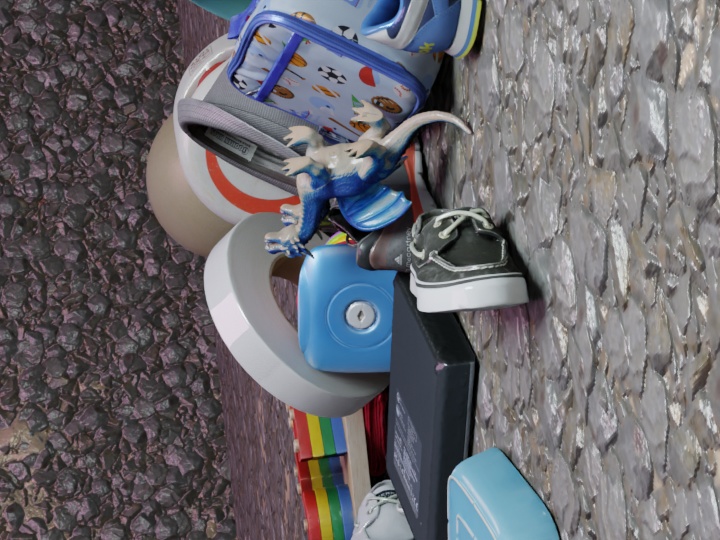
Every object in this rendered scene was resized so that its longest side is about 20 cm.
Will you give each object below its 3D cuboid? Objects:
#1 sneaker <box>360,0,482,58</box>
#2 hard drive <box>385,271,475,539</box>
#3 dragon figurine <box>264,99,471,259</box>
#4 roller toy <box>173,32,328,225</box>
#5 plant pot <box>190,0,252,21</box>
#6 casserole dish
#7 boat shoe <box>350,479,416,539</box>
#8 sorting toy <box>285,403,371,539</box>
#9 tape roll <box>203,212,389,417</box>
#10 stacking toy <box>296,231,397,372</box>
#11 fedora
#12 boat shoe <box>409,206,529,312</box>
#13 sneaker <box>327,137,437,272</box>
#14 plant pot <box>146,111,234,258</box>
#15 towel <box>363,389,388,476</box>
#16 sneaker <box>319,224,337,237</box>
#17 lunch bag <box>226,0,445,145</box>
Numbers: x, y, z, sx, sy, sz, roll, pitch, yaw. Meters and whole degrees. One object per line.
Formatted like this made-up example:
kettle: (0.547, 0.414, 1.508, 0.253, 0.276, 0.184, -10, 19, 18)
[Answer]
sneaker: (0.042, -0.241, 1.073, 0.074, 0.081, 0.202, -114, 24, -64)
hard drive: (0.054, 0.118, 1.278, 0.140, 0.033, 0.202, -114, 22, -55)
dragon figurine: (0.004, -0.072, 1.214, 0.100, 0.198, 0.059, 53, -154, -44)
roller toy: (-0.094, -0.147, 1.573, 0.140, 0.180, 0.202, -113, 22, -65)
plant pot: (-0.048, -0.295, 1.254, 0.201, 0.199, 0.163, 133, 151, -76)
casserole dish: (0.096, 0.200, 1.088, 0.200, 0.038, 0.122, -129, 36, -71)
boat shoe: (0.020, 0.222, 1.377, 0.200, 0.073, 0.068, 169, 99, -85)
sorting toy: (-0.034, 0.189, 1.619, 0.199, 0.069, 0.202, -110, 13, -68)
tape roll: (-0.050, 0.039, 1.421, 0.037, 0.202, 0.204, -42, 44, 32)
stacking toy: (0.000, 0.000, 1.407, 0.200, 0.109, 0.117, -90, 0, -67)
fedora: (-0.065, -0.131, 1.425, 0.091, 0.199, 0.177, -63, -26, -8)
boat shoe: (0.065, -0.010, 1.076, 0.200, 0.070, 0.064, -147, 52, -79)
sneaker: (0.011, -0.066, 1.308, 0.201, 0.081, 0.078, -107, 16, -58)
plant pot: (-0.150, -0.123, 1.815, 0.134, 0.198, 0.202, 119, 145, -79)
towel: (0.002, 0.087, 1.572, 0.145, 0.022, 0.201, 89, 173, -50)
sneaker: (-0.063, -0.102, 1.731, 0.116, 0.074, 0.202, -110, 17, -62)
lunch bag: (-0.027, -0.166, 1.241, 0.200, 0.159, 0.076, 144, 147, -72)
